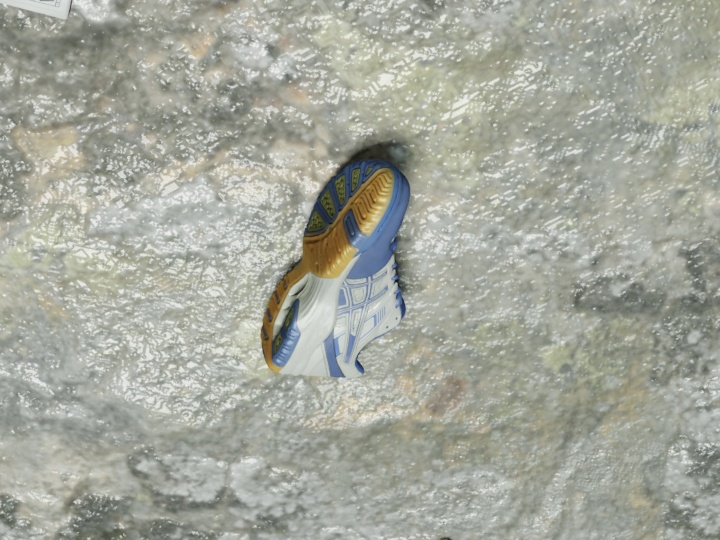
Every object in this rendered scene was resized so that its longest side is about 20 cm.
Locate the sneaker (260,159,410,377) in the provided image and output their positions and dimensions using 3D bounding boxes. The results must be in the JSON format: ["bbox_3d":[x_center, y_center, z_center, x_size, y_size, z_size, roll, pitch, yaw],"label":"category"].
[{"bbox_3d":[0.000,0.000,1.391,0.088,0.076,0.201,12,133,-23],"label":"sneaker"}]

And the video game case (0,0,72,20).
[{"bbox_3d":[-0.251,-0.272,1.206,0.180,0.036,0.201,13,124,-9],"label":"video game case"}]
